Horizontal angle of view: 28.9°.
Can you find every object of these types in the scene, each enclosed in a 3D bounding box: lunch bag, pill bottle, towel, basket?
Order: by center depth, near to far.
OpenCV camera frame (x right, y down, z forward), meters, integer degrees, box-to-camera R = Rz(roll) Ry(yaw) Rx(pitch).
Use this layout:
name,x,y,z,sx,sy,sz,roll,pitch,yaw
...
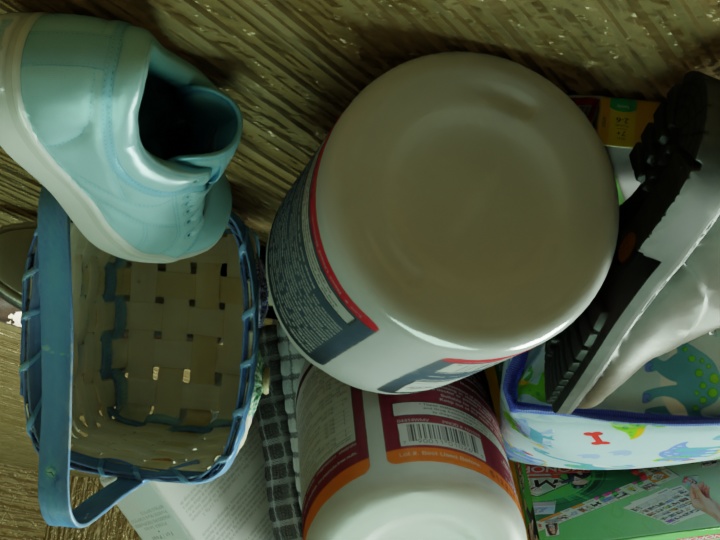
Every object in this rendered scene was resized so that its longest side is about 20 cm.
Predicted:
name,x,y,z,sx,sy,sz,roll,pitch,yaw
pill bottle,0.021,-0.008,0.614,0.119,0.120,0.200,10,167,-12
lunch bag,0.175,0.044,0.735,0.199,0.128,0.170,6,167,7
pill bottle,0.020,0.091,0.748,0.109,0.110,0.200,9,-150,-10
basket,-0.124,0.033,0.766,0.139,0.177,0.200,4,-175,17
towel,0.026,0.107,0.922,0.199,0.166,0.085,-2,167,-37

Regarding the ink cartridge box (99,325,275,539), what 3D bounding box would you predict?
name,x,y,z,sx,sy,sz,roll,pitch,yaw
ink cartridge box,-0.058,0.161,0.924,0.057,0.163,0.200,-17,110,39

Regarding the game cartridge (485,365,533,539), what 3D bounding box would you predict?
name,x,y,z,sx,sy,sz,roll,pitch,yaw
game cartridge,0.144,0.115,0.880,0.199,0.177,0.032,22,144,-10

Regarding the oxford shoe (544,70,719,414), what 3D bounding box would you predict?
name,x,y,z,sx,sy,sz,roll,pitch,yaw
oxford shoe,0.131,0.008,0.572,0.084,0.073,0.200,13,146,-10

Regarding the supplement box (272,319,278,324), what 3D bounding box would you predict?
name,x,y,z,sx,sy,sz,roll,pitch,yaw
supplement box,0.027,0.090,1.055,0.199,0.109,0.061,9,166,-6

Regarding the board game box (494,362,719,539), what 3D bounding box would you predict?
name,x,y,z,sx,sy,sz,roll,pitch,yaw
board game box,0.190,0.096,0.836,0.199,0.135,0.029,-6,151,-5

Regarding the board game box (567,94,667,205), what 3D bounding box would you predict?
name,x,y,z,sx,sy,sz,roll,pitch,yaw
board game box,0.177,-0.041,0.601,0.199,0.030,0.096,9,166,4

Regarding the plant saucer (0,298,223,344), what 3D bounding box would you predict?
name,x,y,z,sx,sy,sz,roll,pitch,yaw
plant saucer,-0.200,0.024,1.059,0.199,0.035,0.200,7,168,1

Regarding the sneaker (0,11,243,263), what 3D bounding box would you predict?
name,x,y,z,sx,sy,sz,roll,pitch,yaw
sneaker,-0.083,-0.047,0.606,0.082,0.074,0.200,6,168,18

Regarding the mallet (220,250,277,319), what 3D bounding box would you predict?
name,x,y,z,sx,sy,sz,roll,pitch,yaw
mallet,0.000,0.000,0.854,0.200,0.041,0.066,-9,160,39

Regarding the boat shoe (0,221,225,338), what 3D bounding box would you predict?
name,x,y,z,sx,sy,sz,roll,pitch,yaw
boat shoe,-0.159,0.014,0.923,0.199,0.067,0.057,10,162,-29
